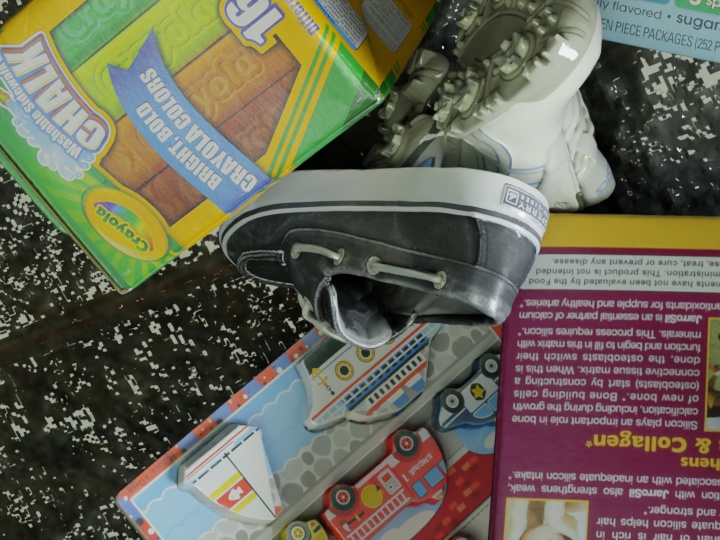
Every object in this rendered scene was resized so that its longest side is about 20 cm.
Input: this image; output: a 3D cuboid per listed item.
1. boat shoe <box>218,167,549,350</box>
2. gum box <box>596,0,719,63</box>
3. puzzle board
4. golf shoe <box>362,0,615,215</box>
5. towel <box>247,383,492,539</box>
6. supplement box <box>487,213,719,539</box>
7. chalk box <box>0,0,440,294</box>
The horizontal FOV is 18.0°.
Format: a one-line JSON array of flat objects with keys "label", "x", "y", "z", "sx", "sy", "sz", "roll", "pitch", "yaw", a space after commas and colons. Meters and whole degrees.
[{"label": "boat shoe", "x": 0.000, "y": 0.000, "z": 0.983, "sx": 0.072, "sy": 0.068, "sz": 0.199, "roll": 29, "pitch": 161, "yaw": -37}, {"label": "gum box", "x": 0.143, "y": -0.188, "z": 0.925, "sx": 0.169, "sy": 0.045, "sz": 0.201, "roll": 13, "pitch": 116, "yaw": 9}, {"label": "puzzle board", "x": 0.010, "y": 0.098, "z": 1.009, "sx": 0.151, "sy": 0.200, "sz": 0.017, "roll": 51, "pitch": 153, "yaw": -1}, {"label": "golf shoe", "x": 0.073, "y": -0.066, "z": 0.949, "sx": 0.097, "sy": 0.079, "sz": 0.200, "roll": 24, "pitch": 163, "yaw": -11}, {"label": "towel", "x": 0.052, "y": 0.118, "z": 1.045, "sx": 0.200, "sy": 0.153, "sz": 0.023, "roll": 40, "pitch": 152, "yaw": -6}, {"label": "supplement box", "x": 0.125, "y": 0.085, "z": 0.965, "sx": 0.130, "sy": 0.103, "sz": 0.202, "roll": 2, "pitch": 72, "yaw": 11}, {"label": "chalk box", "x": -0.086, "y": -0.086, "z": 0.987, "sx": 0.200, "sy": 0.124, "sz": 0.125, "roll": -37, "pitch": 101, "yaw": 26}]
